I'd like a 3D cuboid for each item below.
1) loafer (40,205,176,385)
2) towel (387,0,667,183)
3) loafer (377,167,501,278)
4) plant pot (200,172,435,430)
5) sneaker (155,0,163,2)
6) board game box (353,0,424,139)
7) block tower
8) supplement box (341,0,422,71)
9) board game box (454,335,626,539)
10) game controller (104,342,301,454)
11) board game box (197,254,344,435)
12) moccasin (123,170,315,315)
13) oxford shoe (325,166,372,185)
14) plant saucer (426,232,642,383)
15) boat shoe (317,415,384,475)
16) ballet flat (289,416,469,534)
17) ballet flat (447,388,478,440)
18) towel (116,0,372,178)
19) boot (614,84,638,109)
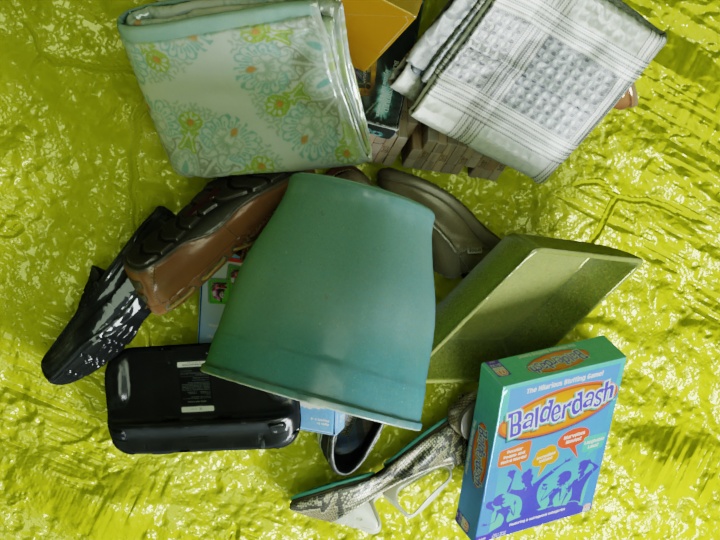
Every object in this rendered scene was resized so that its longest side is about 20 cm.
[{"bbox_3d":[-0.236,0.025,1.263,0.201,0.068,0.070,-46,72,2],"label":"loafer"},{"bbox_3d":[0.150,-0.186,1.195,0.199,0.035,0.193,27,122,-23],"label":"towel"},{"bbox_3d":[0.089,-0.030,1.314,0.199,0.076,0.068,36,87,-17],"label":"loafer"},{"bbox_3d":[-0.019,0.022,1.149,0.198,0.200,0.190,17,85,-15],"label":"plant pot"},{"bbox_3d":[-0.137,-0.176,1.230,0.088,0.081,0.201,-35,106,-6],"label":"sneaker"},{"bbox_3d":[-0.010,-0.237,1.234,0.134,0.028,0.202,18,73,-16],"label":"board game box"},{"bbox_3d":[0.048,-0.135,1.284,0.198,0.058,0.055,8,60,-15],"label":"block tower"},{"bbox_3d":[-0.028,-0.323,1.159,0.196,0.133,0.202,24,71,-13],"label":"supplement box"},{"bbox_3d":[0.182,0.173,1.342,0.151,0.045,0.202,-11,124,-25],"label":"board game box"},{"bbox_3d":[-0.155,0.123,1.274,0.198,0.042,0.106,-4,85,14],"label":"game controller"},{"bbox_3d":[-0.083,0.049,1.278,0.150,0.037,0.202,8,100,15],"label":"board game box"},{"bbox_3d":[-0.120,-0.035,1.210,0.201,0.073,0.078,-43,129,-21],"label":"moccasin"},{"bbox_3d":[0.000,0.000,1.300,0.070,0.075,0.202,-16,105,-12],"label":"oxford shoe"},{"bbox_3d":[0.150,0.031,1.287,0.199,0.048,0.200,4,137,-49],"label":"plant saucer"},{"bbox_3d":[0.012,0.115,1.305,0.068,0.057,0.201,12,118,-20],"label":"boat shoe"},{"bbox_3d":[0.028,0.223,1.351,0.198,0.068,0.076,-26,82,-9],"label":"ballet flat"},{"bbox_3d":[0.177,0.129,1.376,0.198,0.046,0.068,-15,114,-23],"label":"ballet flat"},{"bbox_3d":[-0.096,-0.158,1.145,0.198,0.048,0.172,-2,131,15],"label":"towel"},{"bbox_3d":[0.170,-0.201,1.308,0.154,0.074,0.200,-41,106,4],"label":"boot"}]
